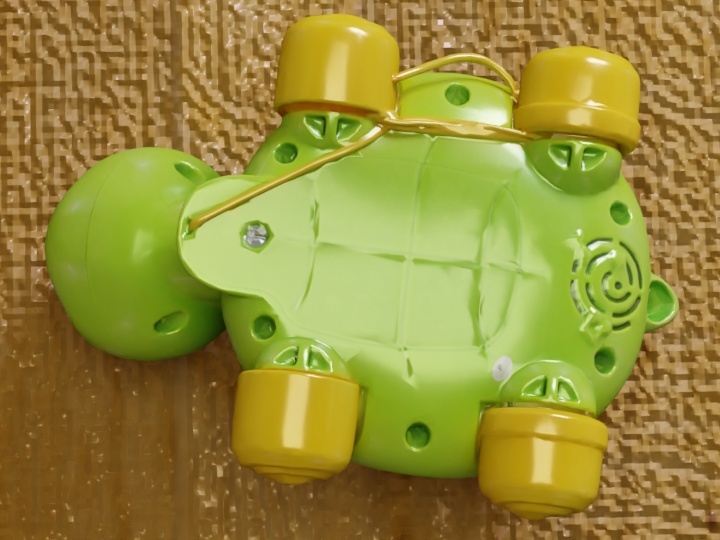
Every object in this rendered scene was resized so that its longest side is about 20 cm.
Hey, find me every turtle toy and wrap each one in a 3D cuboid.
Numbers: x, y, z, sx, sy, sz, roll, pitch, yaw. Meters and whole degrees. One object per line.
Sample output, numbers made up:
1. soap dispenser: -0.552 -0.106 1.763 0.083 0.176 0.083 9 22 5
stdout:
1. turtle toy: 0.000 0.000 0.900 0.200 0.101 0.146 8 80 -1
